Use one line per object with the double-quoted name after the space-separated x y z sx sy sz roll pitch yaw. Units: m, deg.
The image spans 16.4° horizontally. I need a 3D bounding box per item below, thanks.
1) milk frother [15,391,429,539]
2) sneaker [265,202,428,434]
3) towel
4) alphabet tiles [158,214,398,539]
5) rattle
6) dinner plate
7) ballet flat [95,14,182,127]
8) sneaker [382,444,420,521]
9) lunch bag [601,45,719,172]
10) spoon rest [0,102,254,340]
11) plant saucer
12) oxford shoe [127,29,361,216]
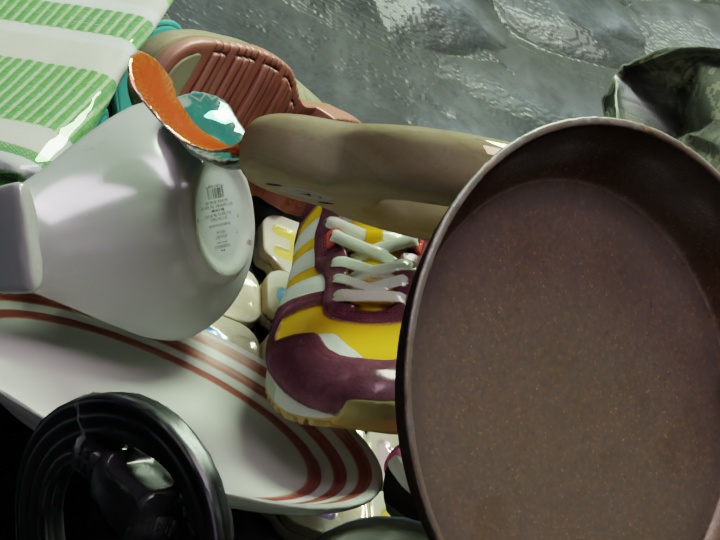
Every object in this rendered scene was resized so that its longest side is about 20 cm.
-0.029 0.124 0.844 0.180 0.200 0.188 39 33 12 "milk frother"
0.000 0.000 1.049 0.075 0.090 0.200 7 19 -6 "sneaker"
-0.170 -0.099 1.087 0.152 0.023 0.200 9 35 10 "towel"
-0.001 0.055 1.121 0.195 0.015 0.200 22 36 -20 "alphabet tiles"
-0.002 0.003 0.970 0.199 0.143 0.130 9 9 -3 "rattle"
-0.086 0.051 0.987 0.200 0.024 0.200 25 12 -6 "dinner plate"
-0.132 -0.068 1.115 0.063 0.068 0.200 6 30 10 "ballet flat"
0.078 0.144 0.957 0.200 0.088 0.074 37 26 20 "sneaker"
0.230 -0.030 1.305 0.200 0.118 0.164 27 -5 47 "lunch bag"
-0.102 -0.018 0.993 0.200 0.060 0.100 -8 92 -65 "spoon rest"
0.083 0.047 0.888 0.200 0.034 0.201 6 80 -37 "plant saucer"
-0.067 -0.074 1.142 0.074 0.071 0.200 36 2 22 "oxford shoe"
